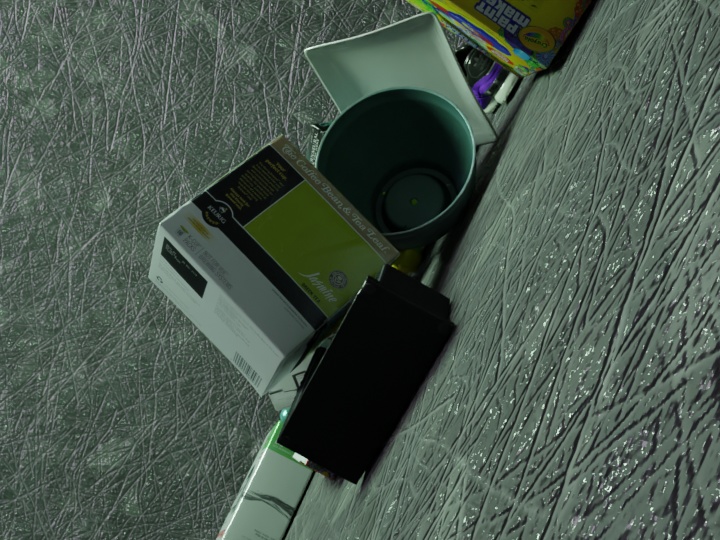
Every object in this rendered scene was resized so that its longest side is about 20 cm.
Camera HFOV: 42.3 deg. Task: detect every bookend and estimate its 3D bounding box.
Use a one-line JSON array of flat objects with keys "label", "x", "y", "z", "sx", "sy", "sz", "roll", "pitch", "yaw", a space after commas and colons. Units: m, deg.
[{"label": "bookend", "x": 0.015, "y": 0.073, "z": 0.953, "sx": 0.201, "sy": 0.092, "sz": 0.199, "roll": -61, "pitch": 3, "yaw": 24}]

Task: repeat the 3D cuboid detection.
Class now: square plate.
[{"label": "square plate", "x": 0.054, "y": -0.230, "z": 1.193, "sx": 0.199, "sy": 0.199, "sz": 0.029, "roll": -7, "pitch": 42, "yaw": 35}]

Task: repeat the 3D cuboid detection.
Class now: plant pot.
[{"label": "plant pot", "x": 0.056, "y": -0.109, "z": 1.173, "sx": 0.202, "sy": 0.199, "sz": 0.134, "roll": -63, "pitch": -24, "yaw": -14}]

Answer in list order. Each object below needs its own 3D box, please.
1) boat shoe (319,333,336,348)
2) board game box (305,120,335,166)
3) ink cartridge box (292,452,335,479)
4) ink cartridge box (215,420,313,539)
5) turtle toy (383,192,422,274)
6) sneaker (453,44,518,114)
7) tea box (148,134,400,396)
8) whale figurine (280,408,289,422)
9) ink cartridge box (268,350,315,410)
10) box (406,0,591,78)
[{"label": "boat shoe", "x": 0.001, "y": 0.095, "z": 1.210, "sx": 0.068, "sy": 0.073, "sz": 0.199, "roll": -53, "pitch": 4, "yaw": -14}, {"label": "board game box", "x": -0.032, "y": -0.117, "z": 1.325, "sx": 0.135, "sy": 0.028, "sz": 0.202, "roll": -17, "pitch": -51, "yaw": -45}, {"label": "ink cartridge box", "x": -0.033, "y": 0.197, "z": 1.150, "sx": 0.110, "sy": 0.050, "sz": 0.200, "roll": -63, "pitch": 3, "yaw": -11}, {"label": "ink cartridge box", "x": -0.141, "y": 0.345, "z": 1.410, "sx": 0.201, "sy": 0.084, "sz": 0.146, "roll": -64, "pitch": 4, "yaw": -23}, {"label": "turtle toy", "x": 0.063, "y": -0.076, "z": 1.387, "sx": 0.147, "sy": 0.100, "sz": 0.200, "roll": -63, "pitch": 3, "yaw": -11}, {"label": "sneaker", "x": 0.171, "y": -0.287, "z": 1.351, "sx": 0.070, "sy": 0.099, "sz": 0.200, "roll": -60, "pitch": 3, "yaw": 1}, {"label": "tea box", "x": -0.100, "y": -0.007, "z": 1.061, "sx": 0.196, "sy": 0.200, "sz": 0.134, "roll": -40, "pitch": -9, "yaw": -30}, {"label": "whale figurine", "x": -0.079, "y": 0.166, "z": 1.421, "sx": 0.159, "sy": 0.104, "sz": 0.200, "roll": -49, "pitch": -7, "yaw": 7}, {"label": "ink cartridge box", "x": -0.103, "y": 0.081, "z": 1.220, "sx": 0.200, "sy": 0.084, "sz": 0.147, "roll": 83, "pitch": 170, "yaw": -66}, {"label": "box", "x": 0.147, "y": -0.327, "z": 1.048, "sx": 0.123, "sy": 0.199, "sz": 0.193, "roll": -56, "pitch": 3, "yaw": 8}]
